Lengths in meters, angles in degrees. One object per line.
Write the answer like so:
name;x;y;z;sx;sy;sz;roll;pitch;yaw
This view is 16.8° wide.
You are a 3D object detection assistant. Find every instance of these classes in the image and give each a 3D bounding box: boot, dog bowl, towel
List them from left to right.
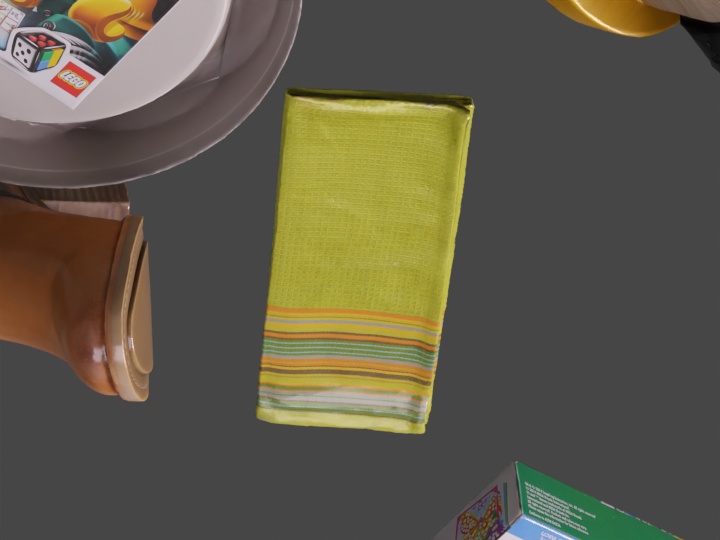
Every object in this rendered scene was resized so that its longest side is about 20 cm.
boot;-0.167;0.009;1.003;0.155;0.200;0.074;-4;106;-11
dog bowl;-0.123;-0.127;0.975;0.200;0.059;0.200;-2;132;-2
towel;0.000;0.000;1.126;0.086;0.018;0.200;1;132;-6

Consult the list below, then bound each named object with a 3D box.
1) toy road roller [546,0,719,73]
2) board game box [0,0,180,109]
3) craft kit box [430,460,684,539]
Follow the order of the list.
toy road roller;0.133;-0.180;0.924;0.200;0.146;0.123;-51;125;-9
board game box;-0.145;-0.156;0.885;0.200;0.035;0.126;32;122;-28
craft kit box;0.102;0.208;1.304;0.200;0.049;0.198;27;122;-25
